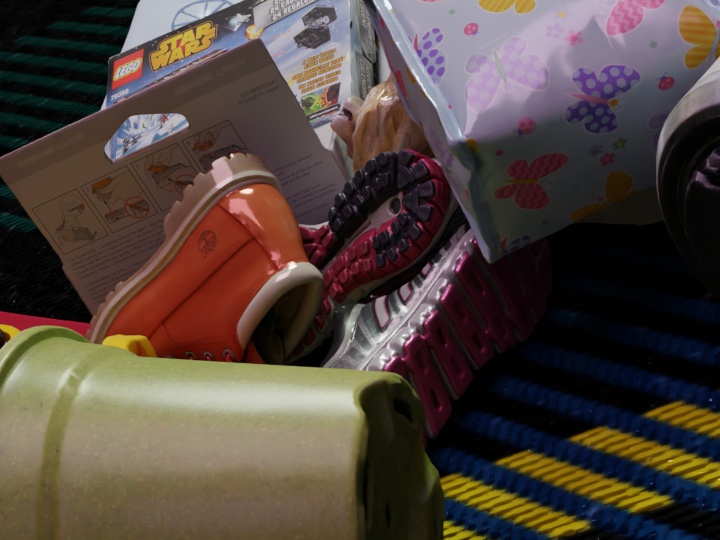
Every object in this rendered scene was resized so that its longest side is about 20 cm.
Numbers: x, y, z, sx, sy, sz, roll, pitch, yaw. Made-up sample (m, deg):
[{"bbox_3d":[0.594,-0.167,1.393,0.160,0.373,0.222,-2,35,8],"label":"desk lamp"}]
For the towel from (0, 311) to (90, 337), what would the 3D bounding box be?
[{"bbox_3d":[-0.263,0.098,1.458,0.144,0.023,0.200,4,42,47],"label":"towel"}]

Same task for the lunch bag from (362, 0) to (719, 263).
[{"bbox_3d":[0.102,-0.128,1.195,0.168,0.128,0.201,-25,50,-2],"label":"lunch bag"}]

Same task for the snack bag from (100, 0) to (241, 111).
[{"bbox_3d":[-0.090,-0.134,1.549,0.187,0.022,0.201,0,47,16],"label":"snack bag"}]

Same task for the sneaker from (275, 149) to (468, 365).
[{"bbox_3d":[0.000,0.000,1.297,0.074,0.081,0.199,4,-27,-44],"label":"sneaker"}]

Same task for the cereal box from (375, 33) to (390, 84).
[{"bbox_3d":[0.017,-0.167,1.467,0.199,0.040,0.144,-36,45,6],"label":"cereal box"}]

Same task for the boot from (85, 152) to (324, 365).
[{"bbox_3d":[-0.095,0.040,1.294,0.108,0.075,0.201,54,124,30],"label":"boot"}]

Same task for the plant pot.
[{"bbox_3d":[-0.063,0.119,1.031,0.182,0.202,0.201,-6,31,19],"label":"plant pot"}]

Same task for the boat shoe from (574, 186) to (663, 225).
[{"bbox_3d":[0.134,-0.069,1.298,0.198,0.075,0.093,-10,21,30],"label":"boat shoe"}]

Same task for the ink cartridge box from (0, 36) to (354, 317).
[{"bbox_3d":[-0.100,-0.044,1.362,0.199,0.177,0.045,-22,26,19],"label":"ink cartridge box"}]

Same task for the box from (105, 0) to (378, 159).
[{"bbox_3d":[-0.081,-0.113,1.441,0.199,0.040,0.138,-19,51,25],"label":"box"}]

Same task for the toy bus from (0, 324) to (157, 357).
[{"bbox_3d":[-0.156,0.094,1.239,0.190,0.137,0.200,-16,21,-5],"label":"toy bus"}]

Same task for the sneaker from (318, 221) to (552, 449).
[{"bbox_3d":[0.031,0.031,1.211,0.087,0.074,0.200,-1,38,44],"label":"sneaker"}]

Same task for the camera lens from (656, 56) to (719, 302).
[{"bbox_3d":[0.251,-0.069,1.066,0.159,0.161,0.200,0,36,46],"label":"camera lens"}]

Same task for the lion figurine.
[{"bbox_3d":[0.071,-0.123,1.348,0.199,0.123,0.072,-21,40,-39],"label":"lion figurine"}]
